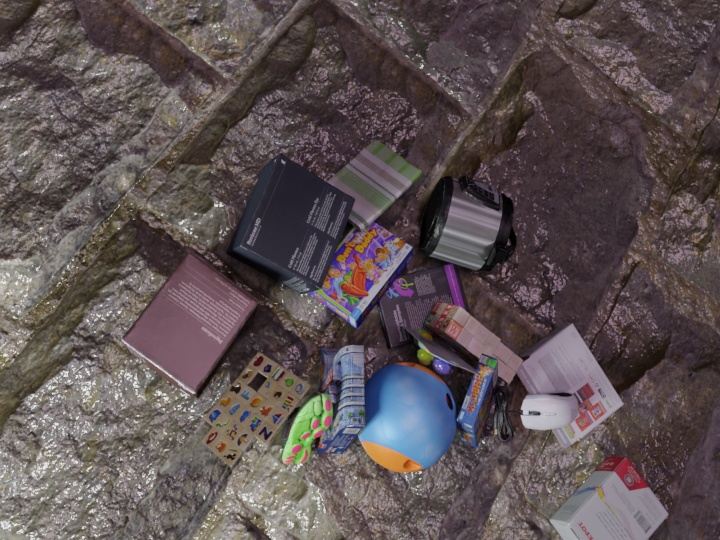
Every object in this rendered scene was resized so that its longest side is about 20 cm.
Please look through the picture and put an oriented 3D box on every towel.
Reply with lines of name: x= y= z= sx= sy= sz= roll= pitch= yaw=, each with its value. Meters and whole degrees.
towel: x=0.020 y=-0.185 z=1.456 sx=0.148 sy=0.031 sz=0.200 roll=39 pitch=67 yaw=22

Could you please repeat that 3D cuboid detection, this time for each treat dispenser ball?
treat dispenser ball: x=0.086 y=0.279 z=1.285 sx=0.195 sy=0.201 sz=0.206 roll=3 pitch=75 yaw=-12

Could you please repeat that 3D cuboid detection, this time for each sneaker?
sneaker: x=-0.110 y=0.283 z=1.248 sx=0.075 sy=0.202 sz=0.085 roll=4 pitch=46 yaw=-29

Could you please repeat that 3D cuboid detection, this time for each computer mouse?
computer mouse: x=0.357 y=0.280 z=1.338 sx=0.195 sy=0.044 sz=0.113 roll=-2 pitch=93 yaw=-15

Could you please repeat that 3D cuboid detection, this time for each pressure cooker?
pressure cooker: x=0.239 y=-0.094 z=1.432 sx=0.195 sy=0.179 sz=0.180 roll=17 pitch=77 yaw=-6

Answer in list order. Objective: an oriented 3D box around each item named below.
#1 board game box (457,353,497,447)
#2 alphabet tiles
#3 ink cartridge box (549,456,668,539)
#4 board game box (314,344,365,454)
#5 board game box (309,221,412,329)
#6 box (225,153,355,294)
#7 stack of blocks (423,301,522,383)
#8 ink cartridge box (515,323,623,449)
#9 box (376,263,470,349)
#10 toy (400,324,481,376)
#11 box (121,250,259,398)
board game box: x=0.236 y=0.262 z=1.330 sx=0.034 sy=0.201 sz=0.138 roll=18 pitch=69 yaw=19
alphabet tiles: x=-0.205 y=0.262 z=1.262 sx=0.165 sy=0.008 sz=0.201 roll=22 pitch=66 yaw=41
ink cartridge box: x=0.513 y=0.511 z=1.392 sx=0.198 sy=0.083 sz=0.147 roll=-36 pitch=87 yaw=-19
board game box: x=-0.042 y=0.227 z=1.295 sx=0.060 sy=0.201 sz=0.204 roll=5 pitch=60 yaw=-13
board game box: x=0.000 y=0.000 z=1.395 sx=0.133 sy=0.045 sz=0.201 roll=33 pitch=70 yaw=18
box: x=-0.135 y=-0.088 z=1.312 sx=0.180 sy=0.103 sz=0.204 roll=29 pitch=71 yaw=-22
stack of blocks: x=0.236 y=0.149 z=1.375 sx=0.199 sy=0.115 sz=0.059 roll=38 pitch=82 yaw=-16
ink cartridge box: x=0.429 y=0.250 z=1.438 sx=0.173 sy=0.084 sz=0.203 roll=-30 pitch=84 yaw=-16
box: x=0.133 y=0.074 z=1.437 sx=0.195 sy=0.036 sz=0.147 roll=-11 pitch=80 yaw=-17
toy: x=0.145 y=0.167 z=1.307 sx=0.113 sy=0.200 sz=0.048 roll=24 pitch=97 yaw=-16
box: x=-0.312 y=0.106 z=1.251 sx=0.163 sy=0.166 sz=0.202 roll=36 pitch=70 yaw=-3
